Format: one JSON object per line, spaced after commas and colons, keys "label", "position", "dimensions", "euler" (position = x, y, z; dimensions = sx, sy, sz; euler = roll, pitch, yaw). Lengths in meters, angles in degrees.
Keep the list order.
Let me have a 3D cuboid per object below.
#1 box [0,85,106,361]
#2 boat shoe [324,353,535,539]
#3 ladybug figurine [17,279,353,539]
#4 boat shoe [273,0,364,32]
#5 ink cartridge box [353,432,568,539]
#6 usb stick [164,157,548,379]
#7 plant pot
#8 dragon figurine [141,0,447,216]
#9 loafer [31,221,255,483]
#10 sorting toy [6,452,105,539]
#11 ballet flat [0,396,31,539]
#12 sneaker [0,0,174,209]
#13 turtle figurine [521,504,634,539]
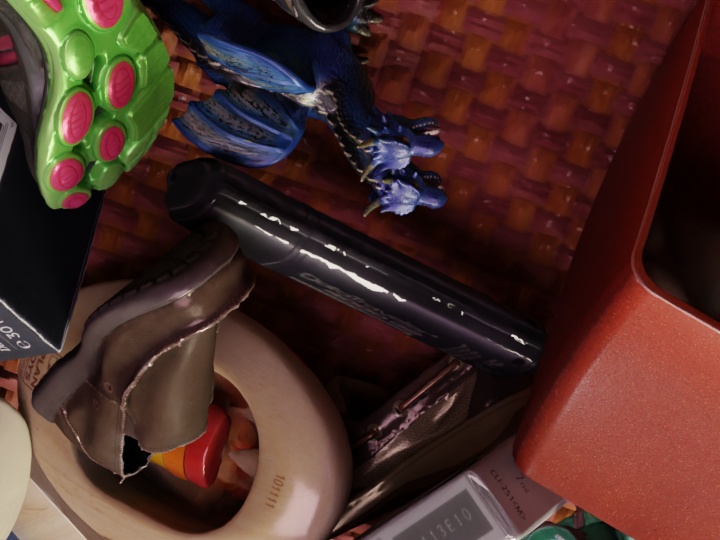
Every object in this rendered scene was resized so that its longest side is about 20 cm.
{"label": "box", "position": [-0.253, -0.048, 1.320], "dimensions": [0.196, 0.124, 0.200], "euler": [-9, 144, 33]}
{"label": "boat shoe", "position": [0.003, 0.086, 1.454], "dimensions": [0.200, 0.072, 0.072], "euler": [-30, 83, 30]}
{"label": "ladybug figurine", "position": [-0.083, 0.075, 1.425], "dimensions": [0.199, 0.072, 0.136], "euler": [28, 107, 27]}
{"label": "boat shoe", "position": [-0.018, -0.190, 1.234], "dimensions": [0.070, 0.066, 0.201], "euler": [-12, 131, -24]}
{"label": "ink cartridge box", "position": [0.038, 0.128, 1.413], "dimensions": [0.200, 0.173, 0.044], "euler": [-37, 87, 35]}
{"label": "usb stick", "position": [0.000, 0.000, 1.342], "dimensions": [0.199, 0.033, 0.055], "euler": [27, 164, -24]}
{"label": "plant pot", "position": [0.179, 0.029, 1.298], "dimensions": [0.199, 0.200, 0.176], "euler": [30, 137, -9]}
{"label": "dragon figurine", "position": [-0.048, -0.088, 1.310], "dimensions": [0.199, 0.100, 0.059], "euler": [18, 127, -1]}
{"label": "loafer", "position": [-0.086, 0.040, 1.317], "dimensions": [0.071, 0.073, 0.200], "euler": [49, 153, 2]}
{"label": "sorting toy", "position": [-0.261, 0.149, 1.549], "dimensions": [0.199, 0.070, 0.199], "euler": [-27, 116, 28]}
{"label": "ballet flat", "position": [-0.222, 0.149, 1.458], "dimensions": [0.069, 0.070, 0.200], "euler": [27, 121, -7]}
{"label": "sneaker", "position": [-0.136, -0.112, 1.253], "dimensions": [0.084, 0.077, 0.201], "euler": [40, 151, 39]}
{"label": "turtle figurine", "position": [0.126, 0.147, 1.411], "dimensions": [0.149, 0.200, 0.101], "euler": [6, 91, 9]}
